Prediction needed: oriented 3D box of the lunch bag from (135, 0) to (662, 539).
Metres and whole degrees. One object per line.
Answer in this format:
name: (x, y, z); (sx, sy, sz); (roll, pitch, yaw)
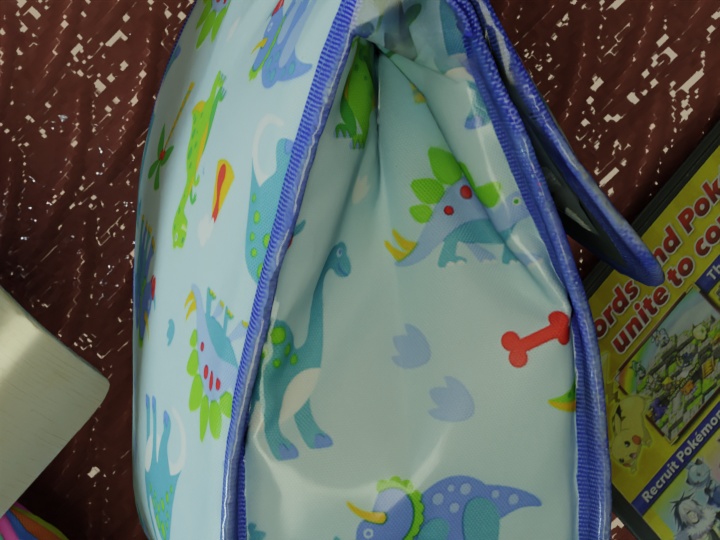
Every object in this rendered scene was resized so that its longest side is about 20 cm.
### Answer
lunch bag: (0.000, 0.000, 0.750); (0.127, 0.170, 0.201); (-7, 105, -13)

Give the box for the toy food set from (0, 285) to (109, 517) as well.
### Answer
toy food set: (-0.184, 0.017, 0.785); (0.200, 0.060, 0.144); (44, 91, 17)

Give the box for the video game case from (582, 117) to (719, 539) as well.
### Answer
video game case: (0.159, 0.020, 0.778); (0.200, 0.025, 0.181); (-50, 58, 15)

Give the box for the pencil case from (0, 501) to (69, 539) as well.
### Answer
pencil case: (-0.150, 0.155, 0.798); (0.200, 0.088, 0.088); (-45, 102, 1)
